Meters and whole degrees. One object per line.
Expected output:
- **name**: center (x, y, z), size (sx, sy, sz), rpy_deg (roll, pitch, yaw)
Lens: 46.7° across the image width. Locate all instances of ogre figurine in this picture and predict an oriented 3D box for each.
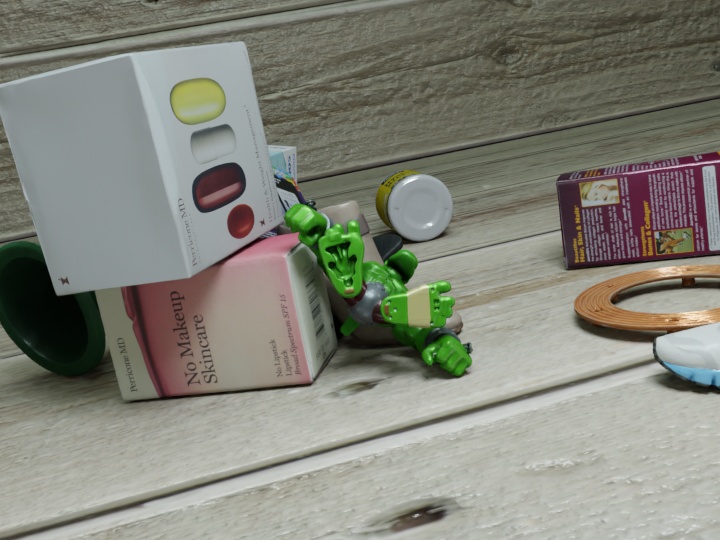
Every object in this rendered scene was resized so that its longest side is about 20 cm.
- **ogre figurine**: center (0.014, 0.018, 0.773), size (0.200, 0.098, 0.120), rpy_deg (22, -6, 0)

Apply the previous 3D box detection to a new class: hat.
- **hat**: center (-0.314, 0.013, 0.983), size (0.200, 0.166, 0.176), rpy_deg (-24, 11, 39)

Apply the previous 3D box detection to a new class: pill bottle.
- **pill bottle**: center (0.085, -0.118, 1.453), size (0.111, 0.112, 0.200), rpy_deg (-12, 11, -7)

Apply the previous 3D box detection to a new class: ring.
- **ring**: center (0.304, 0.028, 0.789), size (0.200, 0.019, 0.200), rpy_deg (-11, 12, 2)

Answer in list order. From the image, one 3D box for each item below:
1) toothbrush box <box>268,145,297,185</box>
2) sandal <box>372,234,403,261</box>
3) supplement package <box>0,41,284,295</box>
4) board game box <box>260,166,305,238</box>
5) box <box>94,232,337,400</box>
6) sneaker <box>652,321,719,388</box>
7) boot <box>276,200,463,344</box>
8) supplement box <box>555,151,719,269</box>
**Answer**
- **toothbrush box**: center (-0.166, -0.091, 1.177), size (0.085, 0.147, 0.200), rpy_deg (7, 20, 21)
- **sandal**: center (0.009, 0.008, 1.103), size (0.075, 0.048, 0.200), rpy_deg (-5, 25, 19)
- **supplement package**: center (-0.192, -0.102, 0.781), size (0.147, 0.192, 0.200), rpy_deg (-6, 15, 22)
- **board game box**: center (-0.121, -0.058, 0.999), size (0.057, 0.166, 0.200), rpy_deg (-34, -21, 20)
- **box**: center (-0.138, 0.044, 0.824), size (0.200, 0.128, 0.109), rpy_deg (-8, 13, 14)
- **sneaker**: center (0.312, 0.032, 0.597), size (0.200, 0.087, 0.075), rpy_deg (-8, 13, 18)
- **boot**: center (0.000, 0.000, 0.869), size (0.200, 0.147, 0.070), rpy_deg (-6, 11, 20)
- **supplement box**: center (0.346, -0.073, 1.011), size (0.200, 0.111, 0.086), rpy_deg (-6, 12, 20)
